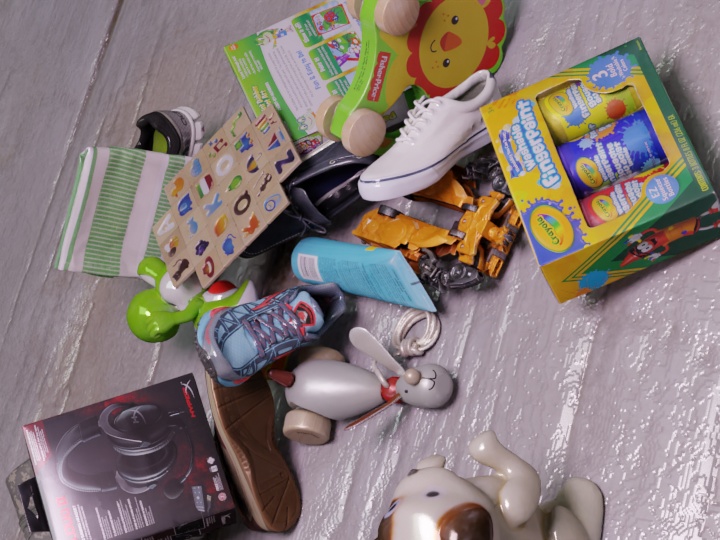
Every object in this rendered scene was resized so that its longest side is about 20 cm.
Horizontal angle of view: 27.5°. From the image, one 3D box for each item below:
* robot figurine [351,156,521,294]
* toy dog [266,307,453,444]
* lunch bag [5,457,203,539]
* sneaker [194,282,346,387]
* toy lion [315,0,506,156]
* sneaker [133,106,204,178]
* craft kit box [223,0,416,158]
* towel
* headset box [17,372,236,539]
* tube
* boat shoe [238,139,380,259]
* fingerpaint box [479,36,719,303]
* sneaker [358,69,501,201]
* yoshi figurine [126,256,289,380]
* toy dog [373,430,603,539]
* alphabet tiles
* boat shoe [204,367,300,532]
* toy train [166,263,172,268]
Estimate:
[{"bbox_3d":[0.085,-0.052,1.486,0.200,0.058,0.146,21,84,46],"label":"robot figurine"},{"bbox_3d":[-0.013,0.108,1.463,0.200,0.096,0.132,-30,52,27],"label":"toy dog"},{"bbox_3d":[-0.268,0.256,1.595,0.200,0.139,0.168,-35,66,24],"label":"lunch bag"},{"bbox_3d":[-0.086,0.050,1.474,0.095,0.200,0.080,-27,91,35],"label":"sneaker"},{"bbox_3d":[0.064,-0.214,1.508,0.069,0.191,0.201,32,112,46],"label":"toy lion"},{"bbox_3d":[-0.238,-0.095,1.702,0.073,0.087,0.201,11,93,35],"label":"sneaker"},{"bbox_3d":[-0.033,-0.218,1.630,0.197,0.049,0.200,-22,48,-4],"label":"craft kit box"},{"bbox_3d":[-0.237,-0.058,1.653,0.023,0.199,0.153,27,106,52],"label":"towel"},{"bbox_3d":[-0.240,0.208,1.473,0.199,0.077,0.149,-16,70,-11],"label":"headset box"},{"bbox_3d":[0.000,0.000,1.514,0.050,0.078,0.200,-48,30,-19],"label":"tube"},{"bbox_3d":[-0.060,-0.074,1.558,0.200,0.075,0.062,-35,39,12],"label":"boat shoe"},{"bbox_3d":[0.219,-0.095,1.347,0.166,0.073,0.201,-23,53,11],"label":"fingerpaint box"},{"bbox_3d":[0.066,-0.137,1.460,0.073,0.071,0.200,8,36,46],"label":"sneaker"},{"bbox_3d":[-0.179,0.063,1.605,0.200,0.113,0.112,32,50,28],"label":"yoshi figurine"},{"bbox_3d":[0.091,0.234,1.230,0.139,0.200,0.195,-13,60,37],"label":"toy dog"},{"bbox_3d":[-0.145,-0.079,1.567,0.200,0.006,0.167,-44,46,17],"label":"alphabet tiles"},{"bbox_3d":[-0.125,0.174,1.509,0.072,0.072,0.201,-17,94,49],"label":"boat shoe"},{"bbox_3d":[-0.137,-0.077,1.643,0.199,0.085,0.116,-24,36,-3],"label":"toy train"}]
